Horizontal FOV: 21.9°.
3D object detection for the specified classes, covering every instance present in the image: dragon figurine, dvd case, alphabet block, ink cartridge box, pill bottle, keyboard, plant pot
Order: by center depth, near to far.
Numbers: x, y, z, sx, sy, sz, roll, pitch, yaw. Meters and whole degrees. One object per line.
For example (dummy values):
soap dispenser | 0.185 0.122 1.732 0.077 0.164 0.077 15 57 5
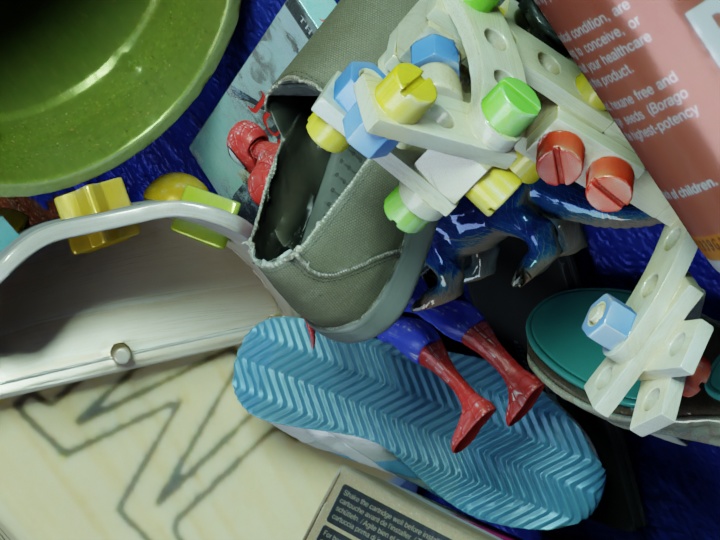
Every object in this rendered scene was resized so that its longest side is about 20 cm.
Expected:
pill bottle | 0.116 -0.105 0.629 0.200 0.112 0.112 55 151 -7
dragon figurine | 0.053 -0.044 0.809 0.200 0.059 0.100 -15 99 43
ink cartridge box | 0.086 0.180 0.942 0.165 0.075 0.200 23 177 42
keyboard | 0.081 0.042 0.947 0.127 0.021 0.200 17 136 44
plant pot | -0.191 -0.173 0.948 0.190 0.200 0.200 47 154 36
dvd case | -0.020 -0.046 0.968 0.146 0.022 0.200 57 152 5
alphabet block | -0.103 0.133 1.100 0.200 0.196 0.195 44 161 14

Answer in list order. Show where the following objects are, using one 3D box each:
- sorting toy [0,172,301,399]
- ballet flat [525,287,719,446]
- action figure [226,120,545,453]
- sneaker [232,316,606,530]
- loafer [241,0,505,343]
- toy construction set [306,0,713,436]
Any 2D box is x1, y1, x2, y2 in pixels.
sorting toy | -0.126 -0.002 0.941 0.180 0.200 0.107 143 114 -78
ballet flat | 0.154 0.057 0.809 0.200 0.067 0.062 15 146 46
action figure | 0.000 0.000 0.885 0.200 0.065 0.052 50 138 19
sneaker | 0.036 0.076 0.961 0.200 0.077 0.081 22 178 22
loafer | 0.006 -0.073 0.760 0.075 0.200 0.070 4 165 44
toy construction set | 0.075 -0.035 0.694 0.092 0.131 0.200 -31 119 31
